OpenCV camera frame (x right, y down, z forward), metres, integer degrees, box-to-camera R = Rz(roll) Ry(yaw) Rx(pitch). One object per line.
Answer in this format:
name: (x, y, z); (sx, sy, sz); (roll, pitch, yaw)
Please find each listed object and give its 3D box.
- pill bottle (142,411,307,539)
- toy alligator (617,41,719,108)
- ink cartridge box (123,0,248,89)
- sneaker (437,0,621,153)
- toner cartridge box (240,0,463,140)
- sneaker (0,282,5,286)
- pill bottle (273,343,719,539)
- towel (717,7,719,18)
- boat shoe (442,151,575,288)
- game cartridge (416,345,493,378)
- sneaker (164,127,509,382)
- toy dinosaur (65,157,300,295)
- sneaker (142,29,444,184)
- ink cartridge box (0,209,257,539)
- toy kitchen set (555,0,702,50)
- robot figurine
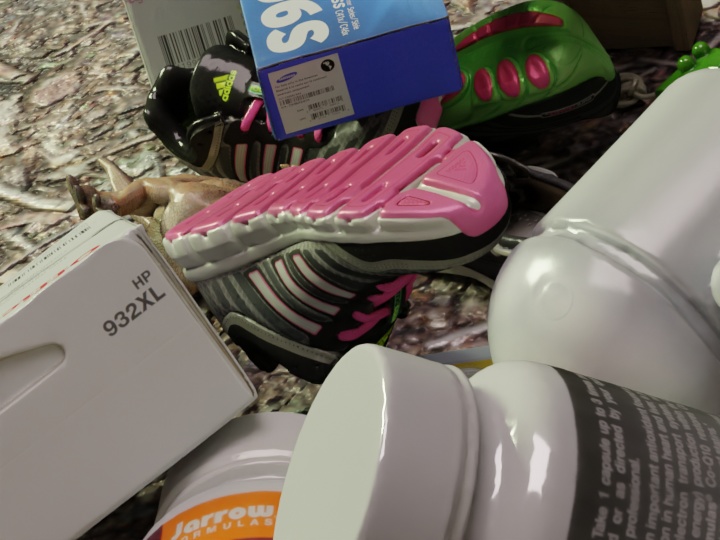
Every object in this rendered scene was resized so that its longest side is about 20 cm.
pill bottle: (-0.033, 0.147, 0.754); (0.113, 0.115, 0.201); (-10, 32, 8)
toy alligator: (0.186, -0.092, 1.085); (0.059, 0.054, 0.199); (-40, 37, -22)
ink cartridge box: (-0.067, -0.186, 1.206); (0.146, 0.201, 0.086); (-15, 25, 0)
sneaker: (0.051, -0.086, 1.136); (0.199, 0.084, 0.077); (-4, 64, 44)
toner cartridge box: (-0.015, -0.146, 1.072); (0.094, 0.043, 0.201); (-15, 37, -1)
sneaker: (-0.242, 0.071, 1.021); (0.199, 0.067, 0.090); (-12, 39, 6)
pill bottle: (0.079, 0.095, 0.704); (0.199, 0.114, 0.114); (17, 27, -16)
towel: (0.286, -0.186, 1.225); (0.145, 0.030, 0.200); (-3, 31, 20)
boat shoe: (0.061, -0.027, 1.038); (0.074, 0.061, 0.200); (-30, 33, -15)
game cartridge: (0.074, 0.079, 0.893); (0.198, 0.041, 0.134); (-9, 36, 11)
sneaker: (0.000, 0.000, 0.904); (0.199, 0.088, 0.074); (-11, 22, 50)
toy dinosaur: (-0.067, -0.020, 1.071); (0.135, 0.086, 0.200); (-17, 17, -19)
sneaker: (-0.042, -0.080, 1.093); (0.199, 0.087, 0.074); (-1, 62, 51)
ink cartridge box: (-0.131, 0.052, 0.875); (0.145, 0.084, 0.200); (-37, 8, -6)
toy kitchen set: (0.072, -0.165, 1.129); (0.162, 0.201, 0.181); (0, 43, 23)
robot figurine: (0.127, 0.002, 0.832); (0.200, 0.113, 0.170); (-45, 3, -20)
